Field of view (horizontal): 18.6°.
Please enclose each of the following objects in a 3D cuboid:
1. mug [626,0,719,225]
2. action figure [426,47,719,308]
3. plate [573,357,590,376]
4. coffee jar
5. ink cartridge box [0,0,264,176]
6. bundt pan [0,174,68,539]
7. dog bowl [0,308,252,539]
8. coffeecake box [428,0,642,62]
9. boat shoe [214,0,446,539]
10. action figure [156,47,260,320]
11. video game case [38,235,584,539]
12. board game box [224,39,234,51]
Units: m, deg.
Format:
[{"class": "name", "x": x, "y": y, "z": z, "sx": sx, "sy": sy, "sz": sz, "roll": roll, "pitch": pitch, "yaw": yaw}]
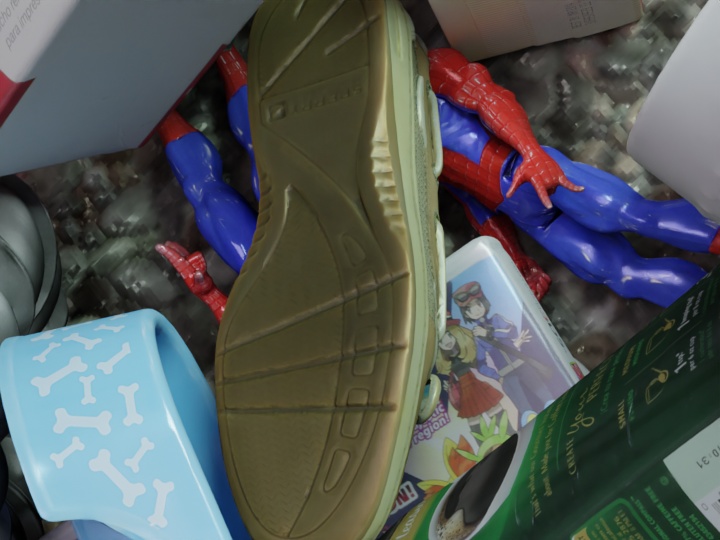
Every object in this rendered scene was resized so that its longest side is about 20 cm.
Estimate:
[{"class": "mug", "x": 0.198, "y": -0.053, "z": 0.641, "sx": 0.175, "sy": 0.200, "sz": 0.148, "roll": 38, "pitch": 62, "yaw": 10}, {"class": "action figure", "x": 0.066, "y": -0.024, "z": 0.760, "sx": 0.200, "sy": 0.066, "sz": 0.052, "roll": 33, "pitch": 59, "yaw": 24}, {"class": "plate", "x": 0.060, "y": 0.163, "z": 0.754, "sx": 0.200, "sy": 0.032, "sz": 0.200, "roll": -46, "pitch": 69, "yaw": 11}, {"class": "coffee jar", "x": 0.075, "y": 0.080, "z": 0.630, "sx": 0.085, "sy": 0.104, "sz": 0.200, "roll": 44, "pitch": 120, "yaw": -8}, {"class": "ink cartridge box", "x": -0.114, "y": -0.151, "z": 0.705, "sx": 0.147, "sy": 0.083, "sz": 0.201, "roll": -42, "pitch": 68, "yaw": 52}, {"class": "bundt pan", "x": -0.150, "y": 0.051, "z": 0.775, "sx": 0.075, "sy": 0.202, "sz": 0.203, "roll": 4, "pitch": 84, "yaw": 1}, {"class": "dog bowl", "x": -0.051, "y": 0.103, "z": 0.694, "sx": 0.049, "sy": 0.111, "sz": 0.201, "roll": -25, "pitch": 82, "yaw": 4}, {"class": "coffeecake box", "x": 0.036, "y": -0.191, "z": 0.742, "sx": 0.073, "sy": 0.154, "sz": 0.201, "roll": -13, "pitch": 77, "yaw": 7}, {"class": "boat shoe", "x": -0.002, "y": 0.000, "z": 0.712, "sx": 0.073, "sy": 0.063, "sz": 0.202, "roll": -14, "pitch": 65, "yaw": 26}, {"class": "action figure", "x": -0.032, "y": -0.010, "z": 0.801, "sx": 0.065, "sy": 0.052, "sz": 0.201, "roll": -35, "pitch": 73, "yaw": 9}, {"class": "video game case", "x": 0.011, "y": 0.118, "z": 0.738, "sx": 0.200, "sy": 0.023, "sz": 0.183, "roll": -34, "pitch": 79, "yaw": 16}, {"class": "board game box", "x": -0.047, "y": -0.176, "z": 0.738, "sx": 0.023, "sy": 0.200, "sz": 0.105, "roll": -6, "pitch": 58, "yaw": -22}]
